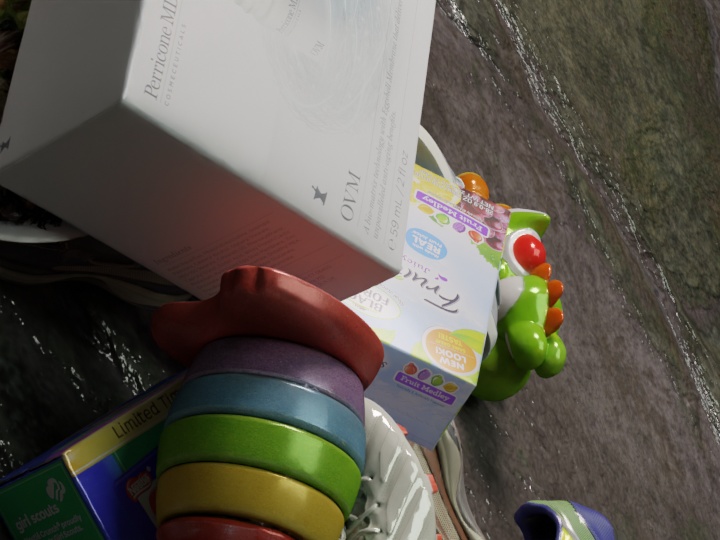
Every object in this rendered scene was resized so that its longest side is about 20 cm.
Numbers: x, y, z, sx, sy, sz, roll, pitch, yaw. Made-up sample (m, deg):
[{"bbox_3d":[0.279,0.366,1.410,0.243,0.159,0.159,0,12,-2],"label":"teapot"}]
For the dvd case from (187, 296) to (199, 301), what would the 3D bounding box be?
[{"bbox_3d":[-0.137,-0.073,1.438,0.149,0.016,0.200,38,35,-40],"label":"dvd case"}]

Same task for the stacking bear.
[{"bbox_3d":[-0.059,0.118,1.121,0.114,0.121,0.200,26,62,-26],"label":"stacking bear"}]

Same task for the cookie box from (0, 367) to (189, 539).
[{"bbox_3d":[-0.083,0.162,1.207,0.171,0.075,0.200,-32,93,-51],"label":"cookie box"}]

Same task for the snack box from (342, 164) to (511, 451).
[{"bbox_3d":[0.000,0.000,1.408,0.168,0.068,0.200,26,36,-7],"label":"snack box"}]

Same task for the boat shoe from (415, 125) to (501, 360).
[{"bbox_3d":[0.049,-0.029,1.546,0.072,0.070,0.201,-68,144,-53],"label":"boat shoe"}]

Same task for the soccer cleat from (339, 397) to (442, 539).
[{"bbox_3d":[0.005,0.164,1.195,0.077,0.069,0.200,2,70,-46],"label":"soccer cleat"}]

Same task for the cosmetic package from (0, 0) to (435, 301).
[{"bbox_3d":[-0.075,-0.106,1.223,0.200,0.123,0.200,30,52,-32],"label":"cosmetic package"}]

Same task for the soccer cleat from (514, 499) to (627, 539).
[{"bbox_3d":[0.125,0.232,1.372,0.084,0.065,0.200,20,47,-22],"label":"soccer cleat"}]

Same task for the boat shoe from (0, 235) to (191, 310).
[{"bbox_3d":[-0.155,-0.033,1.280,0.200,0.073,0.075,13,55,-46],"label":"boat shoe"}]

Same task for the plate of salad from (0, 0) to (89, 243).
[{"bbox_3d":[-0.199,-0.101,1.231,0.200,0.048,0.200,16,48,-18],"label":"plate of salad"}]

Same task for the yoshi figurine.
[{"bbox_3d":[0.096,0.024,1.719,0.200,0.112,0.112,-109,-163,-49],"label":"yoshi figurine"}]

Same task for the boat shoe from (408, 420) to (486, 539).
[{"bbox_3d":[0.037,0.178,1.469,0.072,0.076,0.200,-16,88,-33],"label":"boat shoe"}]
